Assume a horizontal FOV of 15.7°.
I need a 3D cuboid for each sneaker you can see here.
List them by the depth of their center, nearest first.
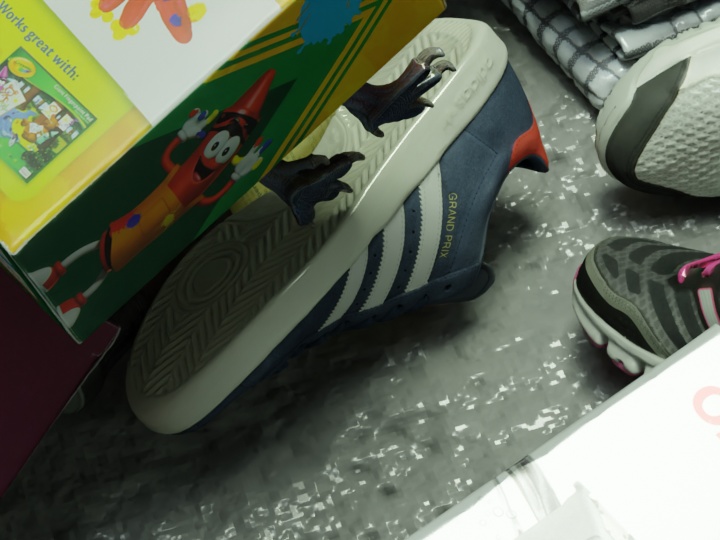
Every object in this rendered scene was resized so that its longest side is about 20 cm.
[{"bbox_3d":[0.157,0.005,0.915,0.074,0.088,0.200,-14,23,-38],"label":"sneaker"},{"bbox_3d":[0.000,0.000,0.978,0.200,0.085,0.075,-47,34,-15],"label":"sneaker"},{"bbox_3d":[0.191,-0.050,0.998,0.199,0.076,0.088,-7,47,2],"label":"sneaker"}]

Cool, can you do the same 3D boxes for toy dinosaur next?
[{"bbox_3d":[-0.045,-0.115,0.931,0.182,0.105,0.200,51,33,18],"label":"toy dinosaur"}]

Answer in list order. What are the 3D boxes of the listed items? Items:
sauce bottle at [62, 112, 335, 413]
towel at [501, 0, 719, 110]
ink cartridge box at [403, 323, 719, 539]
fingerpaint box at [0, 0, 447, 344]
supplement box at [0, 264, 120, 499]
[{"bbox_3d":[-0.066,-0.026,1.017,0.065,0.065,0.200,20,52,24],"label":"sauce bottle"},{"bbox_3d":[0.141,-0.176,1.114,0.199,0.086,0.166,-23,48,-13],"label":"towel"},{"bbox_3d":[0.071,0.132,0.755,0.200,0.083,0.145,-34,66,-14],"label":"ink cartridge box"},{"bbox_3d":[-0.100,-0.104,0.857,0.167,0.073,0.200,-43,63,-9],"label":"fingerpaint box"},{"bbox_3d":[-0.189,0.005,0.941,0.111,0.086,0.200,-54,44,3],"label":"supplement box"}]
